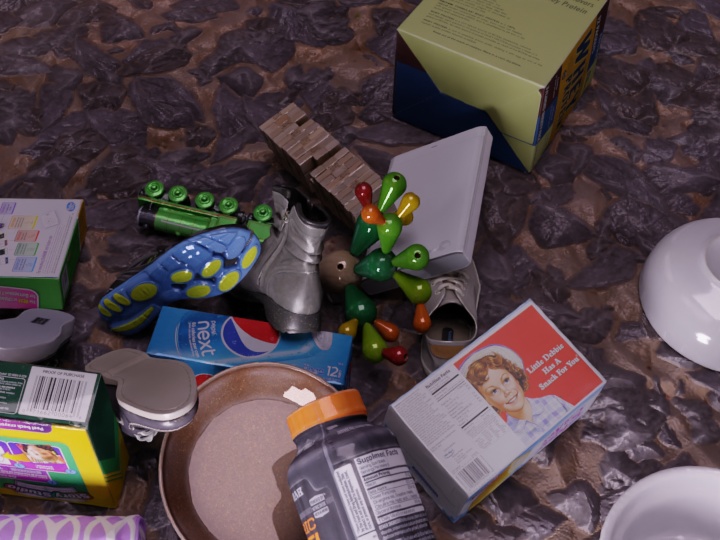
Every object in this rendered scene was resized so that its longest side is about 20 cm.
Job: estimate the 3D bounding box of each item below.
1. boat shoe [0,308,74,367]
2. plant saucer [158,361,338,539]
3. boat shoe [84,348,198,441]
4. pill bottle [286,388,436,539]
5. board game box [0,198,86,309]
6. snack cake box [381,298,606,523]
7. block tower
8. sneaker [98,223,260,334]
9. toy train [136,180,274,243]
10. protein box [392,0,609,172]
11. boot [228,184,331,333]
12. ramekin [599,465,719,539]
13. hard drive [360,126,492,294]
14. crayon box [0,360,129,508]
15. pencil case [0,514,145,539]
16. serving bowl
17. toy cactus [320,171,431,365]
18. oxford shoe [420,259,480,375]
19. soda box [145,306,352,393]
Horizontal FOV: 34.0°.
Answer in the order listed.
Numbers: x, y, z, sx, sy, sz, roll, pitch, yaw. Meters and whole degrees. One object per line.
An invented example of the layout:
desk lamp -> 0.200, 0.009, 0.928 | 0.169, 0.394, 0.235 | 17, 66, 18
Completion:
boat shoe -> -0.314, 0.078, 1.113 | 0.067, 0.058, 0.200 | 12, 6, 1
plant saucer -> -0.087, 0.186, 1.090 | 0.197, 0.037, 0.204 | 3, 68, -8
boat shoe -> -0.196, 0.122, 1.092 | 0.072, 0.064, 0.199 | -24, 20, -27
pill bottle -> 0.000, 0.208, 1.019 | 0.105, 0.106, 0.203 | -16, 73, -17
board game box -> -0.403, -0.021, 1.253 | 0.196, 0.041, 0.154 | 1, 35, -2
snack cake box -> 0.128, 0.133, 1.144 | 0.199, 0.068, 0.115 | -33, 68, -27
block tower -> -0.036, -0.114, 1.344 | 0.058, 0.054, 0.200 | -37, 51, -9
sneaker -> -0.187, -0.004, 1.205 | 0.198, 0.071, 0.083 | -26, 31, 28
toy train -> -0.160, -0.053, 1.320 | 0.196, 0.042, 0.057 | 12, 60, 7
protein box -> 0.171, -0.263, 1.453 | 0.196, 0.136, 0.201 | 25, 53, 18
boot -> -0.083, -0.027, 1.204 | 0.067, 0.133, 0.199 | -2, 18, -31
ramekin -> 0.296, 0.281, 1.018 | 0.197, 0.099, 0.203 | 1, 49, -1
hard drive -> 0.075, -0.069, 1.308 | 0.130, 0.026, 0.202 | -17, 39, 30
crayon box -> -0.318, 0.143, 1.050 | 0.196, 0.174, 0.059 | 7, 58, 2
pencil case -> -0.281, 0.255, 1.021 | 0.196, 0.084, 0.087 | -1, 84, -1
serving bowl -> 0.406, 0.013, 1.276 | 0.196, 0.066, 0.202 | 2, 50, -2
toy cactus -> 0.000, 0.000, 1.219 | 0.101, 0.163, 0.204 | 6, 79, -45
oxford shoe -> 0.093, 0.025, 1.254 | 0.074, 0.058, 0.202 | 2, 48, 1
soda box -> -0.108, 0.094, 1.175 | 0.196, 0.068, 0.065 | 8, 48, 4
